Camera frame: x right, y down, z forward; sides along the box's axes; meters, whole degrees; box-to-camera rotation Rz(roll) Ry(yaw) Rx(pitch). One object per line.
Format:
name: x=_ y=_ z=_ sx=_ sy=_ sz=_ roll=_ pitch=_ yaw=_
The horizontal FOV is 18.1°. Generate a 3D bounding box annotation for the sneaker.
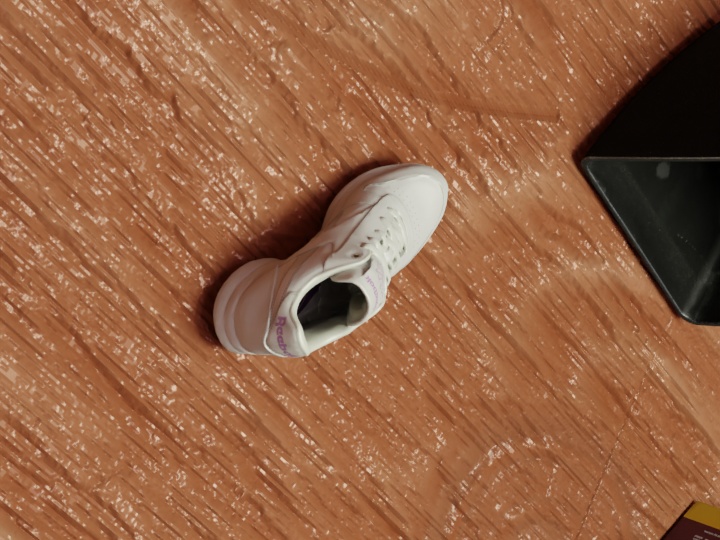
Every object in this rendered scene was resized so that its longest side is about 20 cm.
sneaker: x=0.000 y=0.000 z=1.499 sx=0.200 sy=0.100 sz=0.075 roll=-40 pitch=122 yaw=-29

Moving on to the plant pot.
plant pot: x=0.321 y=-0.085 z=1.710 sx=0.200 sy=0.200 sz=0.178 roll=52 pitch=56 yaw=-37

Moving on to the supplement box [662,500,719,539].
supplement box: x=0.298 y=0.318 z=1.776 sx=0.200 sy=0.197 sz=0.133 roll=-44 pitch=126 yaw=-24
